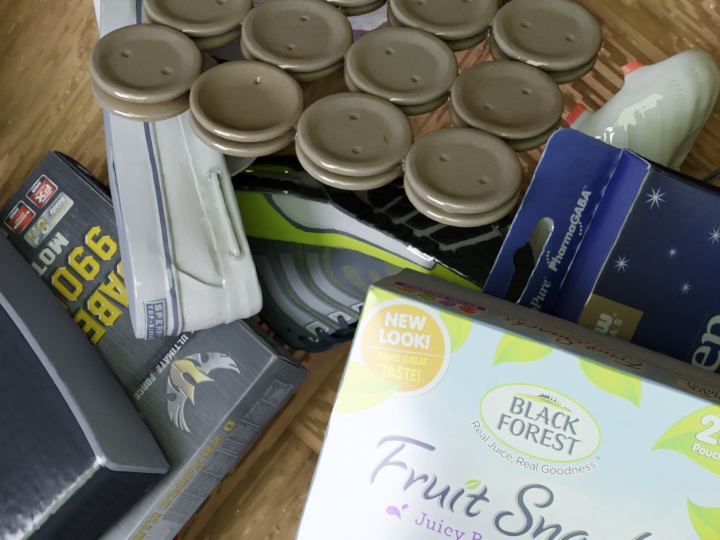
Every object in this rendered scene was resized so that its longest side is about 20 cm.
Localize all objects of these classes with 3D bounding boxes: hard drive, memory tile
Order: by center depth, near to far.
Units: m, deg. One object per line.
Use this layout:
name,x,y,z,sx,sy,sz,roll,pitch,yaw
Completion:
memory tile,-0.005,-0.093,0.989,0.199,0.154,0.017,19,137,13
hard drive,-0.192,0.055,1.016,0.135,0.042,0.200,-43,68,5

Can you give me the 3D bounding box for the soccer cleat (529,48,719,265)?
soccer cleat,0.105,-0.012,1.019,0.200,0.069,0.078,-50,63,21

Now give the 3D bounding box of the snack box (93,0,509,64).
snack box,-0.030,-0.130,1.069,0.199,0.024,0.072,-10,91,16

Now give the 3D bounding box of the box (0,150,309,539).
box,-0.146,0.071,1.047,0.158,0.048,0.200,41,93,22

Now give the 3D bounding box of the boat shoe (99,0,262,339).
boat shoe,-0.080,-0.061,1.018,0.069,0.071,0.201,-5,56,-9

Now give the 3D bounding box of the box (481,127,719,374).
box,0.148,0.025,0.974,0.199,0.032,0.122,19,101,-23

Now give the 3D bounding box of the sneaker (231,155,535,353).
sneaker,0.000,0.000,1.033,0.199,0.074,0.081,16,116,43

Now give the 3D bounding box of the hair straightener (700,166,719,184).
hair straightener,0.140,0.040,1.010,0.041,0.077,0.201,32,104,36

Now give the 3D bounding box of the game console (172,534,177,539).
game console,-0.183,0.064,1.101,0.199,0.031,0.178,-3,77,16

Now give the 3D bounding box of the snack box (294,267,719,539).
snack box,0.059,0.120,0.922,0.168,0.068,0.201,18,100,12
